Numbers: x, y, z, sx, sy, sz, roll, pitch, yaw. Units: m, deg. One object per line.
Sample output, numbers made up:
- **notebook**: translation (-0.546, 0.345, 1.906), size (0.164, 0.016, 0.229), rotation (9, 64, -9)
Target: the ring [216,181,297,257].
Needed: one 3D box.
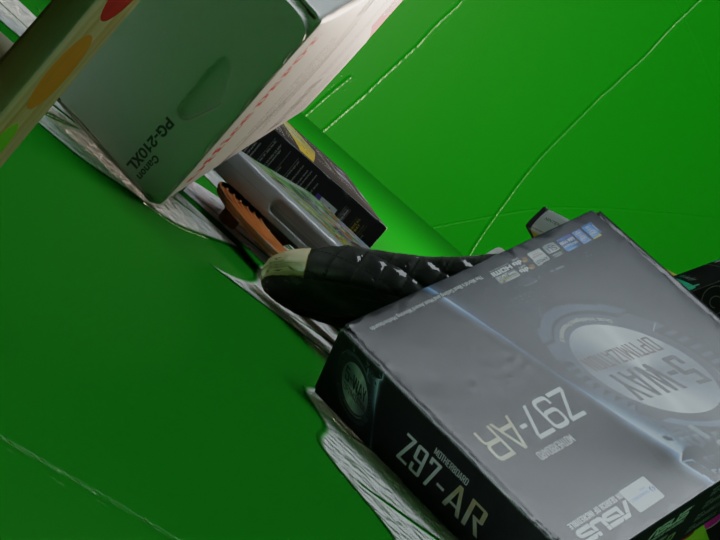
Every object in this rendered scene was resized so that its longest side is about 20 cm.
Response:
- **ring**: translation (-0.017, 0.019, 1.291), size (0.200, 0.019, 0.200), rotation (41, 4, -3)

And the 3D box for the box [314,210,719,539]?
- **box**: translation (0.101, 0.062, 1.003), size (0.199, 0.044, 0.160), rotation (-23, 58, -42)

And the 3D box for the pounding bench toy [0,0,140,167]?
- **pounding bench toy**: translation (-0.124, -0.101, 0.533), size (0.124, 0.156, 0.200), rotation (42, 4, 2)

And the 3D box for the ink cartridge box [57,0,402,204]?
- **ink cartridge box**: translation (-0.055, -0.135, 1.145), size (0.084, 0.145, 0.200), rotation (45, 29, 2)

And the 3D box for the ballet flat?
- **ballet flat**: translation (0.044, 0.004, 1.152), size (0.198, 0.057, 0.067), rotation (3, -21, -4)

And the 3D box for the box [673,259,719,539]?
- **box**: translation (0.215, 0.077, 1.285), size (0.124, 0.198, 0.150), rotation (-136, -154, -87)

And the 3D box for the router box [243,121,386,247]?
- **router box**: translation (-0.068, -0.085, 1.630), size (0.157, 0.052, 0.200), rotation (41, 5, -16)

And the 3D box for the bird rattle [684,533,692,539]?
- **bird rattle**: translation (0.115, 0.130, 1.123), size (0.201, 0.112, 0.164), rotation (55, 8, -34)

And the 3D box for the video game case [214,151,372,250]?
- **video game case**: translation (0.000, 0.000, 1.363), size (0.182, 0.022, 0.200), rotation (43, 3, 14)

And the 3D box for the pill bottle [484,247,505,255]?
- **pill bottle**: translation (0.152, 0.078, 1.629), size (0.200, 0.111, 0.111), rotation (43, 4, 12)

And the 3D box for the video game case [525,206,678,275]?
- **video game case**: translation (0.227, 0.052, 1.622), size (0.180, 0.025, 0.201), rotation (31, -20, 49)
